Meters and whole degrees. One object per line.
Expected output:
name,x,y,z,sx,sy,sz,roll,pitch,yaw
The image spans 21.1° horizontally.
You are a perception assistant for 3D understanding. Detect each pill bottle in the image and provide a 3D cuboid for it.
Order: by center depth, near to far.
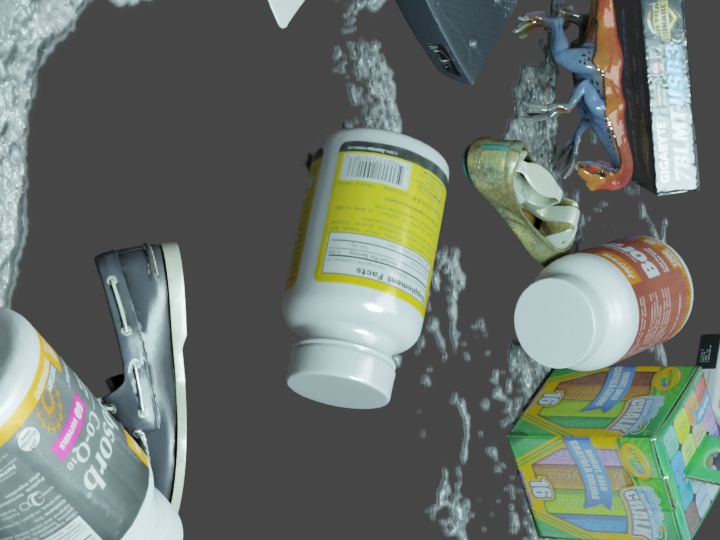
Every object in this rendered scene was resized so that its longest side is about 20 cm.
pill bottle,-0.199,0.123,1.190,0.200,0.116,0.117,54,46,-39
pill bottle,0.000,0.000,1.503,0.111,0.111,0.201,37,58,-49
pill bottle,0.229,0.033,1.842,0.200,0.112,0.113,-16,100,-56

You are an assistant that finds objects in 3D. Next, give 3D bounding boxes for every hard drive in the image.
hard drive,0.067,-0.275,1.687,0.200,0.042,0.135,60,42,-34

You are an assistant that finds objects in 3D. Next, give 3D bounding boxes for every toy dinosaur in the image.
toy dinosaur,0.216,-0.170,1.806,0.105,0.200,0.182,0,49,-54

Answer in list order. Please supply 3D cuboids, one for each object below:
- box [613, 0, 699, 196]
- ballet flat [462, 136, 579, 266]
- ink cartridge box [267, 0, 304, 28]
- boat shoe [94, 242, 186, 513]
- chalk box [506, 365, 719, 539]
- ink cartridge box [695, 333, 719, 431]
box,0.293,-0.182,1.930,0.199,0.050,0.201,-98,-178,-83
ballet flat,0.165,-0.060,1.796,0.200,0.071,0.071,43,53,-46
ink cartridge box,-0.101,-0.283,1.414,0.200,0.067,0.117,61,42,-31
boat shoe,-0.154,0.081,1.333,0.063,0.073,0.201,-1,95,-13
chalk box,0.260,0.170,1.798,0.124,0.200,0.124,-47,125,-47
ink cartridge box,0.432,0.159,2.207,0.200,0.037,0.095,42,53,-44
